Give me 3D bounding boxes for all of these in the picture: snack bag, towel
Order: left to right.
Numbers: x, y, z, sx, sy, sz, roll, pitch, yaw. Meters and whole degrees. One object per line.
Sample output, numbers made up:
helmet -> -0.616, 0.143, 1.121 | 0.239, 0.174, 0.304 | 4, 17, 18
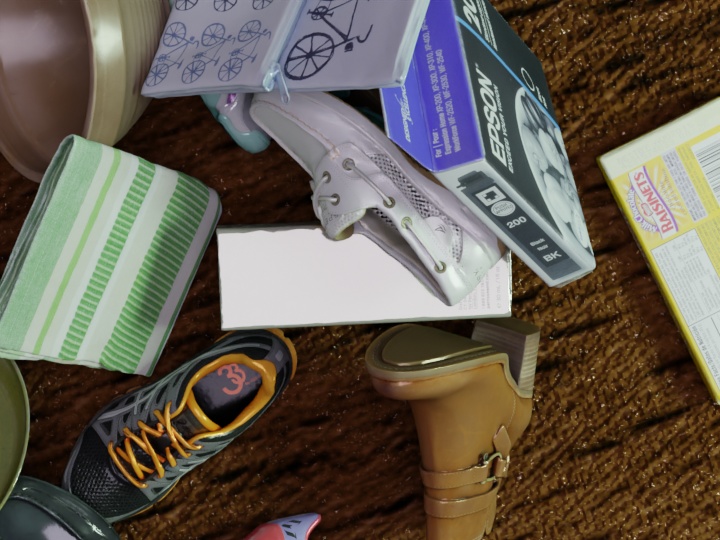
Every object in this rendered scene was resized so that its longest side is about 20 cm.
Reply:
towel -> -0.170, -0.005, 1.380 | 0.023, 0.200, 0.153 | 27, 95, 27
snack bag -> -0.032, -0.189, 1.314 | 0.200, 0.021, 0.189 | 2, 60, 32

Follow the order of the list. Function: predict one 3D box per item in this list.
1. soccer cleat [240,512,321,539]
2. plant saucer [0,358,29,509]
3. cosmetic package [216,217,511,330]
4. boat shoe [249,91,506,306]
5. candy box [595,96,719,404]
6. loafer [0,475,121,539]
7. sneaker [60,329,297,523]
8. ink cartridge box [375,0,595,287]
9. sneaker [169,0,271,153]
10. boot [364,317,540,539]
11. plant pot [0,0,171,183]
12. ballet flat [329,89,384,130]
soccer cleat -> -0.027, 0.272, 1.467 | 0.076, 0.067, 0.200 | -24, 92, -6
plant saucer -> -0.317, 0.124, 1.415 | 0.200, 0.031, 0.200 | -6, 63, 11
cosmetic package -> 0.000, 0.000, 1.431 | 0.200, 0.104, 0.073 | -2, 92, -5
boat shoe -> -0.001, -0.051, 1.349 | 0.200, 0.071, 0.069 | 36, 73, 7
candy box -> 0.259, -0.014, 1.483 | 0.102, 0.026, 0.200 | -26, 94, 1
loafer -> -0.186, 0.224, 1.427 | 0.068, 0.070, 0.201 | -35, 109, 19
sneaker -> -0.132, 0.109, 1.442 | 0.200, 0.077, 0.078 | -40, 97, 2
ink cartridge box -> 0.073, -0.115, 1.345 | 0.043, 0.198, 0.200 | -29, 137, 22
sneaker -> -0.070, -0.194, 1.427 | 0.140, 0.078, 0.200 | -26, 95, -1
boot -> 0.055, 0.116, 1.407 | 0.077, 0.200, 0.156 | 16, 101, 23
plant pot -> -0.190, -0.165, 1.385 | 0.093, 0.201, 0.201 | -15, 95, -34
ballet flat -> -0.008, -0.138, 1.413 | 0.200, 0.068, 0.072 | 26, 66, -35
